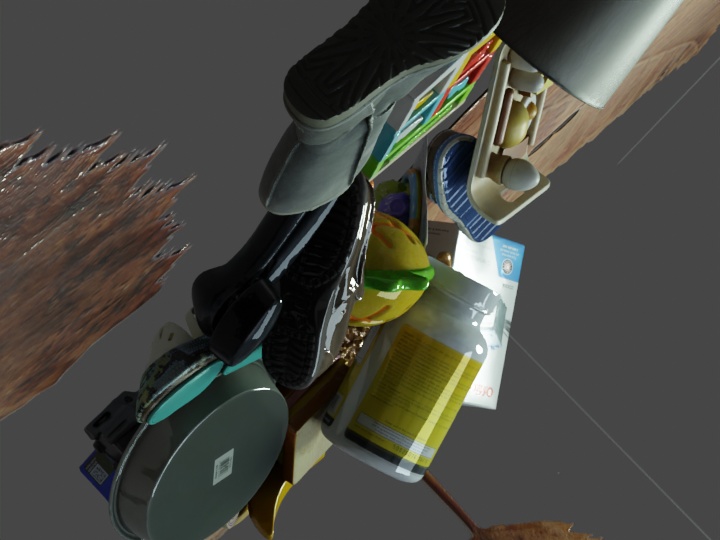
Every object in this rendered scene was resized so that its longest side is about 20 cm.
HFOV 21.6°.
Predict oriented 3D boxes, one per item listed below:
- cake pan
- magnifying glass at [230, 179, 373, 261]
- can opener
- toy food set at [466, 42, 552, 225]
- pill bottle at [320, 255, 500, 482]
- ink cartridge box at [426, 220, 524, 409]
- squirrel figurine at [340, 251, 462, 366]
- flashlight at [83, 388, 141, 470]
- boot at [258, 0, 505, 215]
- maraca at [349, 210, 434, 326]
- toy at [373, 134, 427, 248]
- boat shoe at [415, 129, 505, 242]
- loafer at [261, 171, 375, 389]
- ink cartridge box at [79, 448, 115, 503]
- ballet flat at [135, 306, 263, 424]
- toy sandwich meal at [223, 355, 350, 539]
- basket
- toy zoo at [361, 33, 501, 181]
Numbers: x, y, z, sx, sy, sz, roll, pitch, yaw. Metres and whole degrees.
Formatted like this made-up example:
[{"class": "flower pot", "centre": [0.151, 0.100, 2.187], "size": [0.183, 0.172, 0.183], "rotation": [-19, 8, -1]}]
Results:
[{"class": "cake pan", "centre": [-0.136, 0.166, 1.671], "size": [0.200, 0.037, 0.200], "rotation": [-38, 148, -29]}, {"class": "magnifying glass", "centre": [-0.052, -0.036, 1.645], "size": [0.200, 0.022, 0.080], "rotation": [-38, 171, -47]}, {"class": "can opener", "centre": [-0.066, -0.018, 1.512], "size": [0.200, 0.079, 0.063], "rotation": [-55, 163, 12]}, {"class": "toy food set", "centre": [0.172, -0.155, 1.828], "size": [0.143, 0.060, 0.200], "rotation": [-35, 142, -56]}, {"class": "pill bottle", "centre": [0.053, 0.092, 1.800], "size": [0.200, 0.112, 0.112], "rotation": [-62, 172, 1]}, {"class": "ink cartridge box", "centre": [0.104, 0.052, 2.180], "size": [0.146, 0.086, 0.200], "rotation": [15, 83, -52]}, {"class": "squirrel figurine", "centre": [0.028, 0.052, 2.018], "size": [0.187, 0.142, 0.200], "rotation": [-18, 164, 32]}, {"class": "flashlight", "centre": [-0.149, 0.103, 1.683], "size": [0.200, 0.068, 0.068], "rotation": [-46, 136, -27]}, {"class": "boot", "centre": [0.010, -0.119, 1.308], "size": [0.182, 0.073, 0.200], "rotation": [-29, 163, -11]}, {"class": "maraca", "centre": [0.000, 0.000, 1.709], "size": [0.200, 0.137, 0.107], "rotation": [-106, -164, -82]}, {"class": "toy", "centre": [0.032, -0.047, 1.855], "size": [0.047, 0.115, 0.200], "rotation": [2, 161, -5]}, {"class": "boat shoe", "centre": [0.090, -0.092, 1.898], "size": [0.072, 0.072, 0.200], "rotation": [-46, 154, -9]}, {"class": "loafer", "centre": [-0.032, 0.000, 1.574], "size": [0.071, 0.073, 0.200], "rotation": [-22, 135, -57]}, {"class": "ink cartridge box", "centre": [-0.180, 0.154, 1.821], "size": [0.136, 0.076, 0.200], "rotation": [-48, 171, 27]}, {"class": "ballet flat", "centre": [-0.135, 0.066, 1.582], "size": [0.200, 0.074, 0.074], "rotation": [-29, 164, -51]}, {"class": "toy sandwich meal", "centre": [-0.074, 0.170, 1.843], "size": [0.205, 0.070, 0.205], "rotation": [-56, 161, -30]}, {"class": "basket", "centre": [0.196, -0.242, 1.429], "size": [0.200, 0.136, 0.180], "rotation": [-50, 167, 14]}, {"class": "toy zoo", "centre": [0.066, -0.158, 1.608], "size": [0.131, 0.020, 0.200], "rotation": [-41, 173, -25]}]
